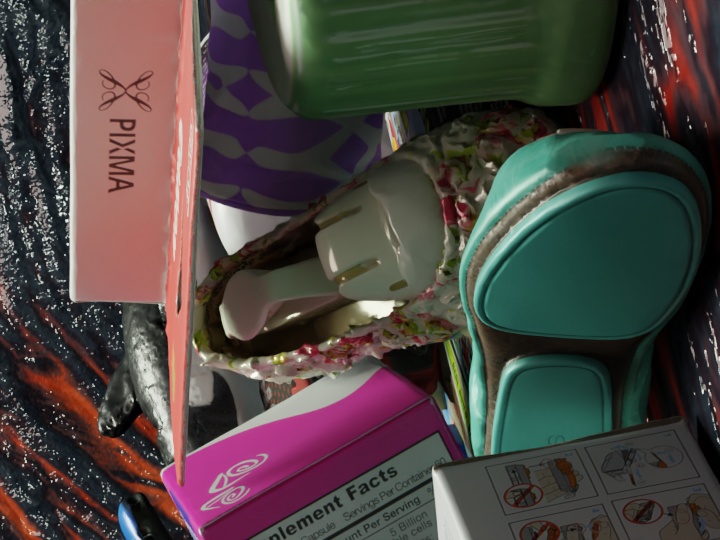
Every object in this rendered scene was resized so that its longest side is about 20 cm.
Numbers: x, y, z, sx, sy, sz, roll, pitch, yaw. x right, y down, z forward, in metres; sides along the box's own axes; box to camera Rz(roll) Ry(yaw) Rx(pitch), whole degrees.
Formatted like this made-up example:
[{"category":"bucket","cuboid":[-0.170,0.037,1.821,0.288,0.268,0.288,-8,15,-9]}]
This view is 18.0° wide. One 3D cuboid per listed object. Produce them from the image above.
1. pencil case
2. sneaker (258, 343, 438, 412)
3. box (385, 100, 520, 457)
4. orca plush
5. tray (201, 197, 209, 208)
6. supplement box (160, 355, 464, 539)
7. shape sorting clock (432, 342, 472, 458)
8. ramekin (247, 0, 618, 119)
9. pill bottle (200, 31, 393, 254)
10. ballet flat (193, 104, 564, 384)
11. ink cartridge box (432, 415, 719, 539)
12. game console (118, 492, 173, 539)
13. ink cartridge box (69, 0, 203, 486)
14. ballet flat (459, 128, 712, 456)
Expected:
[{"category":"pencil case","cuboid":[-0.029,-0.121,0.875,0.084,0.085,0.201,-30,-52,-57]},{"category":"sneaker","cuboid":[0.000,0.082,0.972,0.098,0.071,0.201,-156,59,-75]},{"category":"box","cuboid":[0.050,0.000,0.879,0.110,0.035,0.201,94,163,-66]},{"category":"orca plush","cuboid":[-0.079,0.066,1.022,0.201,0.071,0.105,69,-165,13]},{"category":"tray","cuboid":[-0.081,-0.010,1.145,0.200,0.022,0.108,40,-137,-47]},{"category":"supplement box","cuboid":[0.017,0.146,0.872,0.201,0.103,0.101,64,172,-12]},{"category":"shape sorting clock","cuboid":[0.054,0.103,1.006,0.200,0.039,0.201,169,90,-84]},{"category":"ramekin","cuboid":[0.008,-0.144,0.725,0.200,0.097,0.201,169,90,-83]},{"category":"pill bottle","cuboid":[-0.025,-0.065,1.082,0.200,0.112,0.113,-116,16,-67]},{"category":"ballet flat","cuboid":[0.000,0.000,0.823,0.200,0.064,0.076,-35,69,50]},{"category":"ink cartridge box","cuboid":[0.087,0.172,0.643,0.200,0.084,0.176,-111,12,-57]},{"category":"game console","cuboid":[-0.006,0.185,1.047,0.200,0.118,0.171,54,168,27]},{"category":"ink cartridge box","cuboid":[-0.080,-0.051,0.798,0.200,0.045,0.177,99,171,-51]},{"category":"ballet flat","cuboid":[0.061,0.000,0.679,0.200,0.067,0.071,93,178,-58]}]
